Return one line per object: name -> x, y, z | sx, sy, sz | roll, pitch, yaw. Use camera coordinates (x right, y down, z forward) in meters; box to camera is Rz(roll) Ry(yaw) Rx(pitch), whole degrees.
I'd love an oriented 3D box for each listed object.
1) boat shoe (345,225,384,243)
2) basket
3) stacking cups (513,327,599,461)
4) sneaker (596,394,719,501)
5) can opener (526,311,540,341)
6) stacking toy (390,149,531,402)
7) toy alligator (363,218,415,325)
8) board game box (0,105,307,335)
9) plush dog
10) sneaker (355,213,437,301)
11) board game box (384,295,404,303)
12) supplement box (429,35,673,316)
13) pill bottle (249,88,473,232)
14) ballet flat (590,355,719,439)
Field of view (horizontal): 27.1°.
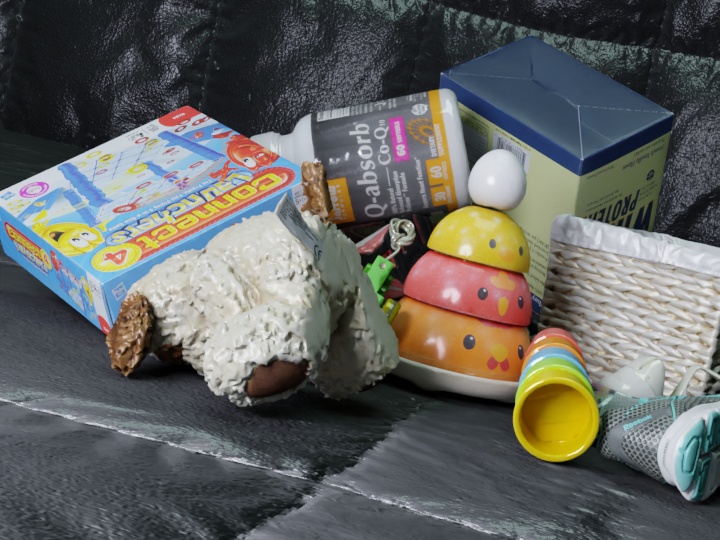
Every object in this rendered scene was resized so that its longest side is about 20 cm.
boat shoe -> -0.008, -0.055, 1.592 | 0.067, 0.073, 0.200 | -19, -18, 26
basket -> 0.287, 0.049, 1.373 | 0.199, 0.162, 0.197 | 18, 8, 41
stacking cups -> 0.145, 0.079, 1.108 | 0.060, 0.061, 0.200 | 13, 15, 4
sneaker -> 0.237, 0.114, 1.075 | 0.091, 0.078, 0.199 | 11, 2, 34
can opener -> 0.150, 0.065, 1.457 | 0.066, 0.053, 0.200 | 13, 5, 13
stacking toy -> 0.092, -0.002, 1.234 | 0.145, 0.202, 0.146 | 12, 5, -1
toy alligator -> -0.001, 0.030, 1.203 | 0.059, 0.054, 0.200 | 30, 39, 2
board game box -> -0.163, -0.044, 1.193 | 0.199, 0.056, 0.195 | -29, 37, -27
plush dog -> -0.087, 0.020, 1.036 | 0.171, 0.162, 0.200 | -14, -8, 24
sneaker -> 0.000, 0.000, 1.369 | 0.199, 0.074, 0.086 | -20, 4, -42
board game box -> 0.014, 0.026, 1.446 | 0.119, 0.033, 0.200 | -21, 18, -17
supplement box -> 0.185, -0.093, 1.507 | 0.134, 0.201, 0.200 | -26, 46, -32
pill bottle -> 0.002, -0.098, 1.402 | 0.198, 0.117, 0.116 | -11, 4, 4
ballet flat -> 0.245, 0.106, 1.167 | 0.198, 0.072, 0.069 | 11, 7, -14
